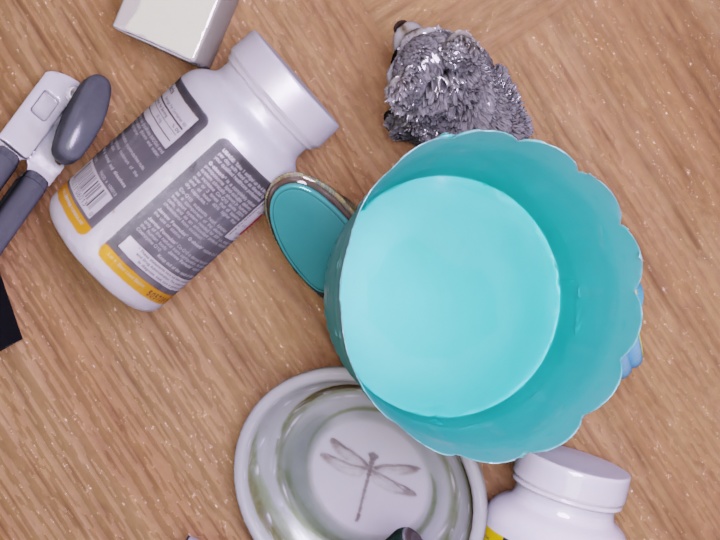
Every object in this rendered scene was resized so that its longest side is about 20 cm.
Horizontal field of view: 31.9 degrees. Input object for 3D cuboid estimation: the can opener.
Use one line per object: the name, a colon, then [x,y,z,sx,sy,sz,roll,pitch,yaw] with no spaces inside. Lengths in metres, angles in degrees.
can opener: [-0.249,-0.068,0.918,0.053,0.067,0.200,41,60,-24]

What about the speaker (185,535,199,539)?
speaker: [-0.062,0.284,0.966,0.199,0.081,0.081,27,95,0]

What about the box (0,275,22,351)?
box: [-0.381,0.023,0.960,0.199,0.079,0.142,-17,96,4]

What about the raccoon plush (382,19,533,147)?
raccoon plush: [0.096,-0.102,0.900,0.200,0.134,0.097,35,94,-1]

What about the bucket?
bucket: [0.071,0.016,0.824,0.206,0.135,0.208,0,89,-9]

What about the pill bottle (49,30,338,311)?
pill bottle: [-0.120,-0.073,0.922,0.200,0.116,0.116,-41,92,5]

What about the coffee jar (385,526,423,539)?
coffee jar: [-0.014,0.275,0.874,0.200,0.104,0.085,-44,87,1]

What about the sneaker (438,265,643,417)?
sneaker: [0.131,0.017,0.940,0.130,0.080,0.200,-39,102,7]

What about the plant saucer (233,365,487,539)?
plant saucer: [0.003,0.160,0.952,0.199,0.050,0.201,6,108,19]

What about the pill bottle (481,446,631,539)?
pill bottle: [0.133,0.235,0.938,0.112,0.112,0.201,15,95,1]

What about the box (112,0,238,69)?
box: [-0.107,-0.254,0.926,0.068,0.082,0.201,24,94,0]

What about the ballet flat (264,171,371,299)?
ballet flat: [0.000,0.000,0.932,0.071,0.071,0.200,-37,110,5]
